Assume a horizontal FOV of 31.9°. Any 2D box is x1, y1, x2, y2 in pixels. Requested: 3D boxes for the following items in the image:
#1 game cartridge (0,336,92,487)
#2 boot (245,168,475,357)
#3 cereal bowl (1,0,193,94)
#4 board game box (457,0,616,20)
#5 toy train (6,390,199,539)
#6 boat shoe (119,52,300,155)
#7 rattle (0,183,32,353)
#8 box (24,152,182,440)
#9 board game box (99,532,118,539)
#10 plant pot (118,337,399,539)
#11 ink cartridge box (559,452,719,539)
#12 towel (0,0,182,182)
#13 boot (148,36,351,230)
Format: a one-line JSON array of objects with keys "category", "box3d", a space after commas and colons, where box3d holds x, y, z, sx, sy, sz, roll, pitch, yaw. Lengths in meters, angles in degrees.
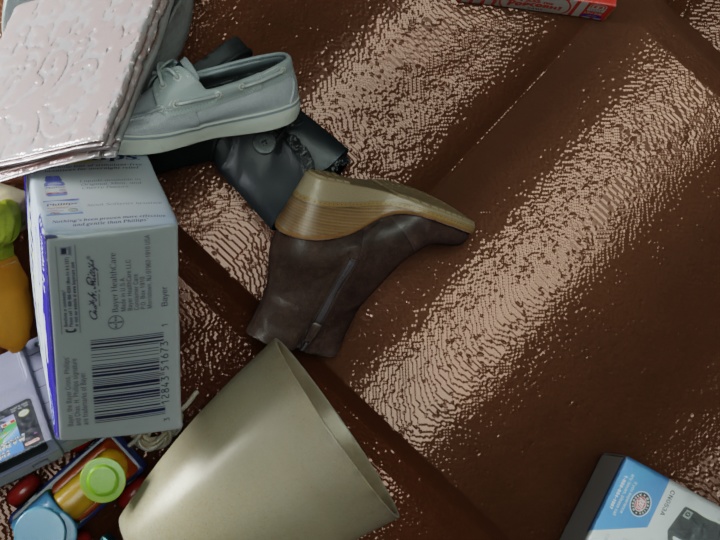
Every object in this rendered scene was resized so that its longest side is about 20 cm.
[{"category": "game cartridge", "box3d": [-0.340, 0.140, 1.100, 0.200, 0.038, 0.130, -26, 43, -8]}, {"category": "boot", "box3d": [0.000, 0.000, 1.172, 0.200, 0.072, 0.167, 10, 107, -31]}, {"category": "cereal bowl", "box3d": [-0.227, -0.234, 1.146, 0.200, 0.083, 0.200, -5, 80, 31]}, {"category": "board game box", "box3d": [0.181, -0.357, 1.241, 0.151, 0.046, 0.200, 6, 82, -5]}, {"category": "toy train", "box3d": [-0.218, 0.171, 1.097, 0.200, 0.116, 0.085, -42, 95, -9]}, {"category": "boat shoe", "box3d": [-0.149, -0.151, 1.085, 0.200, 0.070, 0.072, -13, 120, -20]}, {"category": "rattle", "box3d": [-0.391, -0.021, 1.139, 0.200, 0.130, 0.143, 4, 126, 8]}, {"category": "box", "box3d": [-0.215, 0.009, 1.042, 0.105, 0.200, 0.184, -5, 116, -17]}, {"category": "board game box", "box3d": [-0.227, 0.358, 1.111, 0.151, 0.047, 0.200, 37, 81, 0]}, {"category": "plant pot", "box3d": [-0.100, 0.192, 1.086, 0.200, 0.187, 0.187, -36, 87, -1]}, {"category": "ink cartridge box", "box3d": [0.287, 0.278, 1.151, 0.200, 0.084, 0.145, 29, 81, -1]}, {"category": "towel", "box3d": [-0.246, -0.158, 1.037, 0.191, 0.032, 0.200, -7, 52, 30]}, {"category": "boot", "box3d": [-0.128, -0.099, 1.163, 0.200, 0.076, 0.168, -40, 84, -15]}]
